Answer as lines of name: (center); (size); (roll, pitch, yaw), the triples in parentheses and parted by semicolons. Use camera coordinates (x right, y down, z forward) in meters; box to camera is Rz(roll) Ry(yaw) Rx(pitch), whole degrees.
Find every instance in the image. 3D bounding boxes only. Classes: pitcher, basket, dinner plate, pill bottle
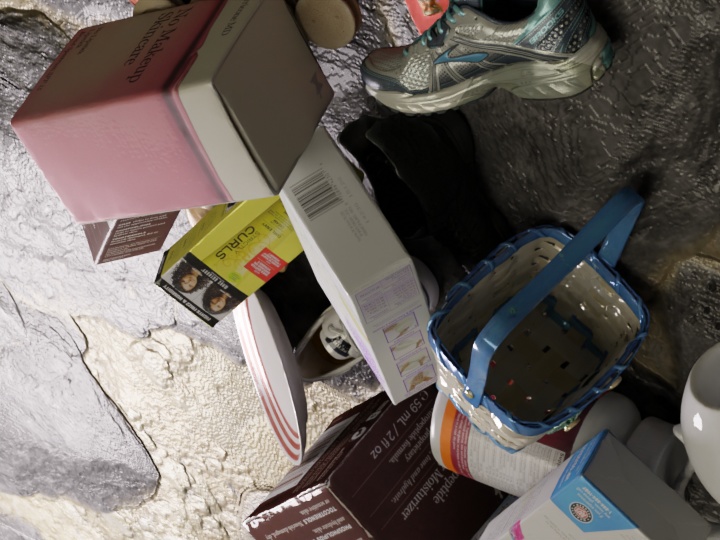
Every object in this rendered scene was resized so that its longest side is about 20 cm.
pitcher: (0.294, 0.146, 1.225); (0.170, 0.122, 0.201); (-4, 132, 34)
basket: (0.140, 0.038, 1.230); (0.139, 0.176, 0.201); (41, 158, 21)
dinner plate: (-0.084, 0.085, 1.525); (0.200, 0.024, 0.202); (160, 90, -77)
pill bottle: (0.166, 0.143, 1.346); (0.199, 0.110, 0.110); (18, 135, 29)

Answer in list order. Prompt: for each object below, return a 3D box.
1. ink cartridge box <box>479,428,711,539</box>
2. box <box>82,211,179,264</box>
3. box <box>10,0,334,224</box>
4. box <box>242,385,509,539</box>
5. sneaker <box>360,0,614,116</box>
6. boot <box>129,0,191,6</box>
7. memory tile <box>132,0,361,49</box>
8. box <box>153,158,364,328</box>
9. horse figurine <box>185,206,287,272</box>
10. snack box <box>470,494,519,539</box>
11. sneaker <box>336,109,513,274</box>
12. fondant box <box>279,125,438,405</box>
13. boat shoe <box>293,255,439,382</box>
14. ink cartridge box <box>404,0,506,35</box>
ink cartridge box: (0.164, 0.229, 1.278); (0.115, 0.068, 0.200); (43, 129, -1)
box: (-0.204, -0.094, 1.450); (0.101, 0.074, 0.200); (67, 151, 17)
box: (-0.142, -0.124, 1.232); (0.198, 0.128, 0.109); (-7, 129, 32)
box: (0.034, 0.237, 1.505); (0.200, 0.166, 0.164); (49, 141, -6)
sneaker: (0.082, -0.172, 1.164); (0.198, 0.078, 0.087); (-5, 127, 33)
boot: (-0.171, -0.284, 1.294); (0.107, 0.075, 0.201); (32, 142, 23)
memory tile: (-0.103, -0.233, 1.218); (0.198, 0.017, 0.154); (2, 128, 25)
box: (-0.089, -0.036, 1.397); (0.075, 0.050, 0.200); (39, 122, -21)
horse figurine: (-0.115, -0.076, 1.450); (0.131, 0.050, 0.201); (20, 133, 18)
snack box: (0.185, 0.289, 1.412); (0.201, 0.169, 0.068); (53, 149, -10)
sneaker: (0.056, -0.049, 1.275); (0.060, 0.104, 0.201); (2, 126, 40)
fondant box: (0.000, 0.000, 1.279); (0.145, 0.058, 0.200); (57, 175, 30)
boat shoe: (-0.003, 0.051, 1.446); (0.071, 0.070, 0.200); (49, 142, -6)
ink cartridge box: (0.051, -0.257, 1.137); (0.162, 0.057, 0.201); (-3, 117, 43)
